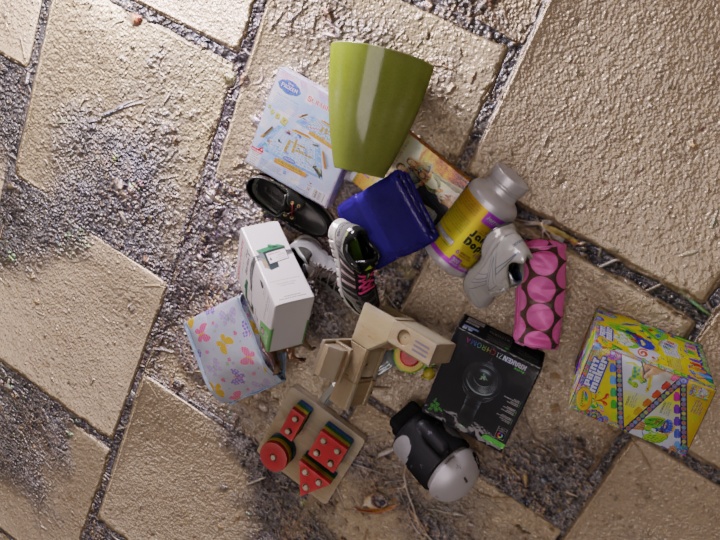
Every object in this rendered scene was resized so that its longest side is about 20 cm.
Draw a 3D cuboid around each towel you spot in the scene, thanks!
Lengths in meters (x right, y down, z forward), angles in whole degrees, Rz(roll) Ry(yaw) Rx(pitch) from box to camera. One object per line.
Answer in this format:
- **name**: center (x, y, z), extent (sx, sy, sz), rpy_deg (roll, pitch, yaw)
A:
- **towel**: center (0.051, -0.094, 1.303), extent (0.199, 0.049, 0.149), rpy_deg (-24, 98, 53)

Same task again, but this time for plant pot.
- **plant pot**: center (0.017, -0.271, 1.215), extent (0.184, 0.187, 0.204), rpy_deg (15, 98, 16)

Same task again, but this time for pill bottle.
- **pill bottle**: center (0.210, -0.092, 1.250), extent (0.104, 0.104, 0.201), rpy_deg (40, 114, 7)

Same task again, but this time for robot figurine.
- **robot figurine**: center (0.145, 0.352, 1.363), extent (0.200, 0.149, 0.126), rpy_deg (44, 113, 32)

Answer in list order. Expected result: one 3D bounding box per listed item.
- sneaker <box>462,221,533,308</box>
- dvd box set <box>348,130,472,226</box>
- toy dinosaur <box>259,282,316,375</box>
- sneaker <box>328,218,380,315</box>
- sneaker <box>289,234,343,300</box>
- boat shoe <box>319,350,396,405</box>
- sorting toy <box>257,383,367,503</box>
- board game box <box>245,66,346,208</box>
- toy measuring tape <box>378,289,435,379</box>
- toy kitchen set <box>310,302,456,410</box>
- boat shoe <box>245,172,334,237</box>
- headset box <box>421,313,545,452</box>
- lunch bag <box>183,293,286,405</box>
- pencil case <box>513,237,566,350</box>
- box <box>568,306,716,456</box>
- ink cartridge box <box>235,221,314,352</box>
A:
- **sneaker**: center (0.241, 0.009, 1.230), extent (0.088, 0.073, 0.202), rpy_deg (55, 153, 29)
- **dvd box set**: center (0.091, -0.173, 1.315), extent (0.199, 0.029, 0.147), rpy_deg (40, 114, 7)
- **toy dinosaur**: center (-0.161, 0.121, 1.415), extent (0.085, 0.200, 0.137), rpy_deg (-18, 109, 36)
- **sneaker**: center (0.000, 0.000, 1.323), extent (0.087, 0.073, 0.204), rpy_deg (8, 118, 55)
- **sneaker**: center (-0.074, 0.014, 1.380), extent (0.199, 0.115, 0.076), rpy_deg (37, 113, 9)
- **boat shoe**: center (-0.002, 0.228, 1.431), extent (0.200, 0.070, 0.072), rpy_deg (-43, 81, 21)
- **sorting toy**: center (-0.119, 0.391, 1.519), extent (0.198, 0.070, 0.201), rpy_deg (34, 113, 10)
- **board game box**: center (-0.105, -0.260, 1.362), extent (0.198, 0.041, 0.202), rpy_deg (30, 112, 11)
- **toy measuring tape**: center (0.077, 0.136, 1.381), extent (0.073, 0.073, 0.201), rpy_deg (-40, 81, 25)
- **toy kitchen set**: center (0.032, 0.186, 1.274), extent (0.179, 0.162, 0.203), rpy_deg (27, 102, 34)
- **boat shoe**: center (-0.144, -0.126, 1.402), extent (0.200, 0.063, 0.074), rpy_deg (34, 110, 8)
- **headset box**: center (0.230, 0.218, 1.325), extent (0.172, 0.093, 0.203), rpy_deg (26, 109, 13)
- **lunch bag**: center (-0.257, 0.168, 1.486), extent (0.168, 0.127, 0.203), rpy_deg (-25, 83, 24)
- **pencil case**: center (0.318, 0.044, 1.255), extent (0.092, 0.091, 0.205), rpy_deg (-5, 102, -14)
- **box**: center (0.466, 0.175, 1.168), extent (0.190, 0.200, 0.124), rpy_deg (21, 111, 15)
- **ink cartridge box**: center (-0.170, 0.029, 1.341), extent (0.202, 0.083, 0.147), rpy_deg (60, 149, 33)
